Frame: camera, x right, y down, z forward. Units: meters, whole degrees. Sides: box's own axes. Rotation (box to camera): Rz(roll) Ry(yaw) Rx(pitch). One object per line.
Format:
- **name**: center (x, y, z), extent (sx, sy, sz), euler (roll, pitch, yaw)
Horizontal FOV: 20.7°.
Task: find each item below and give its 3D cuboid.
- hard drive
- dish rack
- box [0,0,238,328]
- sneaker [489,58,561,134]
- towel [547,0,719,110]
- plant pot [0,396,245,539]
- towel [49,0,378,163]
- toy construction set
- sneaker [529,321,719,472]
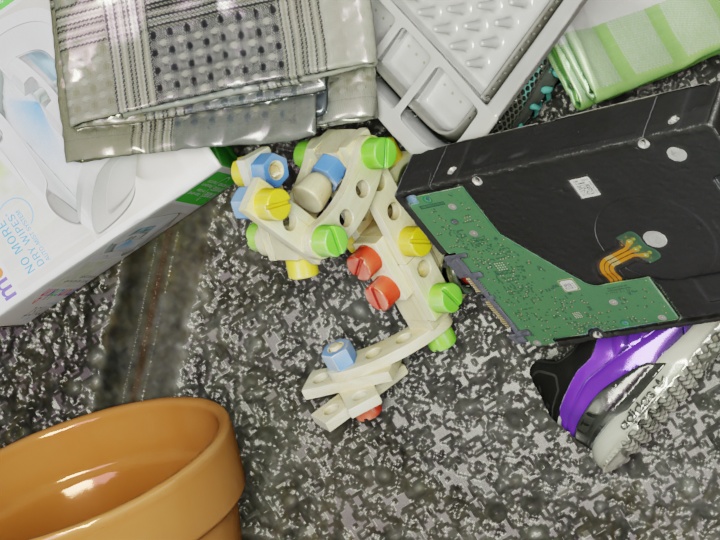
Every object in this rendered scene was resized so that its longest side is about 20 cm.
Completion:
- **hard drive**: center (0.135, -0.024, 1.050), extent (0.200, 0.038, 0.140), euler (-12, 131, 39)
- **dish rack**: center (0.058, -0.176, 1.091), extent (0.172, 0.043, 0.200), euler (50, 123, 23)
- **box**: center (-0.199, -0.095, 1.196), extent (0.176, 0.097, 0.200), euler (-33, 86, 5)
- **sneaker**: center (0.097, -0.125, 1.165), extent (0.091, 0.078, 0.200), euler (6, 93, 4)
- **towel**: center (0.142, -0.205, 1.139), extent (0.149, 0.031, 0.200), euler (-24, 82, -23)
- **plant pot**: center (-0.151, 0.179, 1.153), extent (0.200, 0.200, 0.140), euler (-15, 104, 8)
- **towel**: center (-0.090, -0.166, 1.112), extent (0.192, 0.035, 0.200), euler (-8, 89, 11)
- **toy construction set**: center (0.000, 0.000, 1.146), extent (0.092, 0.131, 0.200), euler (15, 137, 37)
- **sneaker**: center (0.176, 0.013, 1.157), extent (0.099, 0.070, 0.200), euler (42, 90, 21)
